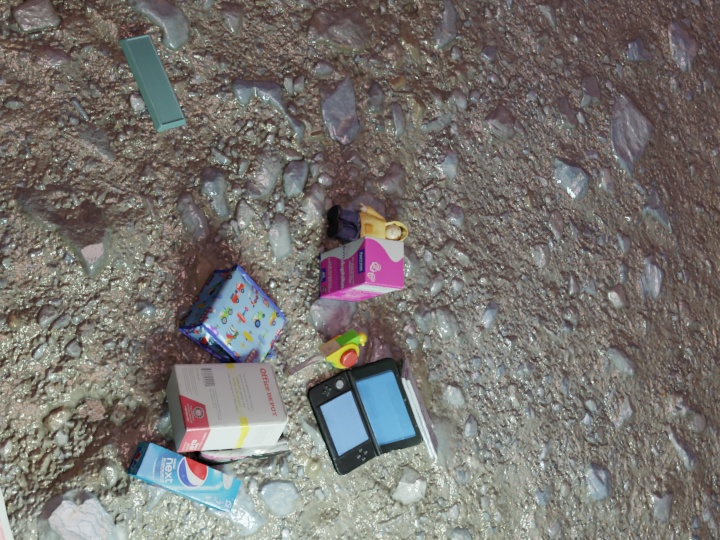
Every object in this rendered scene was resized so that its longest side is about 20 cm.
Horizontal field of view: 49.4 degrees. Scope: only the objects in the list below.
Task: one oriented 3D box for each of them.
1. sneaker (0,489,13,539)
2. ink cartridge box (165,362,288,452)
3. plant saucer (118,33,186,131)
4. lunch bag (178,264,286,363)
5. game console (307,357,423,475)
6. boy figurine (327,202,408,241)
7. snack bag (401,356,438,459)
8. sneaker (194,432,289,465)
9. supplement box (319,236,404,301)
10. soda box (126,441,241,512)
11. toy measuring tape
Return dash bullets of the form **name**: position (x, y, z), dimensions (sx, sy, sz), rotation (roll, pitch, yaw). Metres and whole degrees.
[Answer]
- **sneaker**: position (-0.628, 0.394, 1.244), dimensions (0.104, 0.075, 0.202), rotation (-19, 94, -52)
- **ink cartridge box**: position (-0.254, 0.257, 1.485), dimensions (0.198, 0.084, 0.146), rotation (3, 46, -28)
- **plant saucer**: position (-0.421, -0.386, 1.597), dimensions (0.070, 0.019, 0.202), rotation (-24, 93, -35)
- **lunch bag**: position (-0.237, 0.112, 1.577), dimensions (0.200, 0.094, 0.151), rotation (45, 56, -28)
- **game console**: position (0.009, 0.312, 1.671), dimensions (0.175, 0.116, 0.202), rotation (-21, 91, -35)
- **boy figurine**: position (0.019, -0.089, 1.797), dimensions (0.198, 0.064, 0.126), rotation (12, 70, -28)
- **snack bag**: position (0.131, 0.298, 1.729), dimensions (0.021, 0.200, 0.190), rotation (-20, 95, 6)
- **sneaker**: position (-0.239, 0.329, 1.539), dimensions (0.199, 0.080, 0.087), rotation (4, 66, -41)
- **supplement box**: position (0.000, 0.000, 1.680), dimensions (0.103, 0.199, 0.102), rotation (8, 75, -32)
- **soda box**: position (-0.327, 0.386, 1.461), dimensions (0.199, 0.068, 0.065), rotation (30, 65, -25)
- **toy measuring tape**: position (-0.069, 0.194, 1.685), dimensions (0.199, 0.073, 0.074), rotation (-30, 97, -18)
